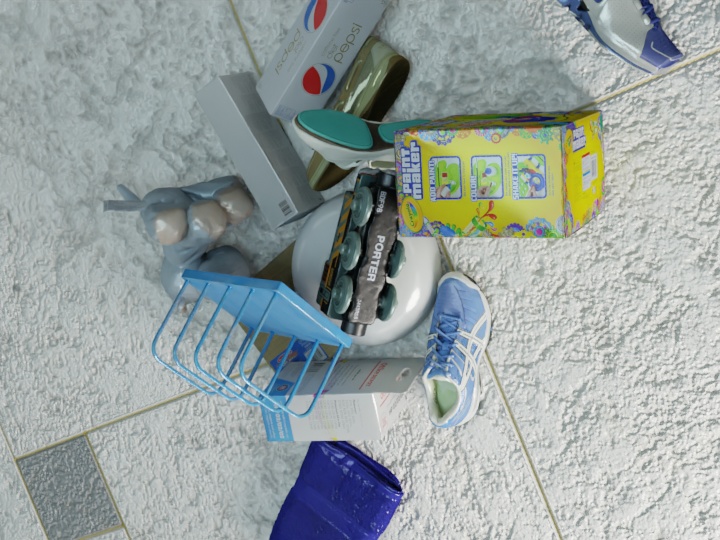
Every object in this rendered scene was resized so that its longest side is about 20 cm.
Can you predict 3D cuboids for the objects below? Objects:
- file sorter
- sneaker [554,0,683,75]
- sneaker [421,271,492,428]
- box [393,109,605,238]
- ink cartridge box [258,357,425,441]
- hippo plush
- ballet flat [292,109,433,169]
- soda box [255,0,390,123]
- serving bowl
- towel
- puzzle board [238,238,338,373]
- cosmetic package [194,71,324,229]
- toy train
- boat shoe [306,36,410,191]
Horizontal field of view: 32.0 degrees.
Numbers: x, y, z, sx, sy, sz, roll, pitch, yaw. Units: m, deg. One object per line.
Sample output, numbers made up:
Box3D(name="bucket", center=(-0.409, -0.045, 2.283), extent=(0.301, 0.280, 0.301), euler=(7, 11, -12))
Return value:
Box3D(name="file sorter", center=(-0.139, 0.092, 1.544), extent=(0.199, 0.139, 0.123), euler=(6, 64, 48))
Box3D(name="sneaker", center=(0.290, -0.315, 1.394), extent=(0.199, 0.080, 0.115), euler=(44, 117, 11))
Box3D(name="sneaker", center=(0.118, 0.102, 1.564), extent=(0.075, 0.077, 0.202), euler=(4, 101, 25))
Box3D(name="box", center=(0.163, -0.111, 1.429), extent=(0.191, 0.200, 0.123), euler=(0, 102, 23))
Box3D(name="ink cartridge box", center=(-0.015, 0.165, 1.608), extent=(0.198, 0.115, 0.068), euler=(-4, 108, 21))
Box3D(name="hippo plush", center=(-0.227, -0.023, 1.644), extent=(0.198, 0.160, 0.162), euler=(-5, 111, 6))
Box3D(name="ballet flat", center=(0.007, -0.149, 1.514), extent=(0.069, 0.198, 0.070), euler=(-179, 90, -66))
Box3D(name="soda box", center=(-0.048, -0.279, 1.548), extent=(0.201, 0.063, 0.068), euler=(-55, 40, 23))
Box3D(name="serving bowl", center=(0.000, 0.000, 1.585), extent=(0.198, 0.066, 0.202), euler=(2, 97, 16))
Box3D(name="towel", center=(-0.033, 0.331, 1.701), extent=(0.147, 0.049, 0.201), euler=(34, 113, 21))
Box3D(name="puzzle board", center=(-0.071, 0.046, 1.670), extent=(0.200, 0.017, 0.151), euler=(-39, 85, 26))
Box3D(name="cosmetic package", center=(-0.129, -0.155, 1.615), extent=(0.050, 0.082, 0.201), euler=(-31, 87, 29))
Box3D(name="toy train", center=(0.004, -0.025, 1.488), extent=(0.084, 0.114, 0.202), euler=(9, 100, -22))
Box3D(name="boat shoe", center=(-0.015, -0.192, 1.565), extent=(0.063, 0.073, 0.202), euler=(40, 113, 23))
